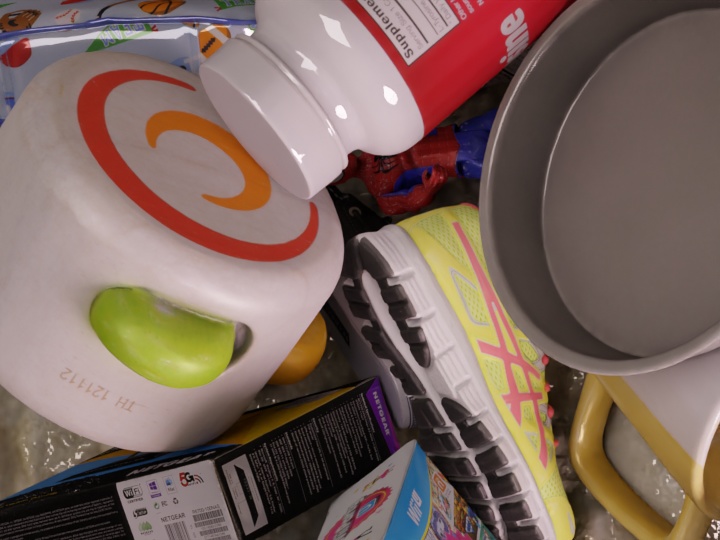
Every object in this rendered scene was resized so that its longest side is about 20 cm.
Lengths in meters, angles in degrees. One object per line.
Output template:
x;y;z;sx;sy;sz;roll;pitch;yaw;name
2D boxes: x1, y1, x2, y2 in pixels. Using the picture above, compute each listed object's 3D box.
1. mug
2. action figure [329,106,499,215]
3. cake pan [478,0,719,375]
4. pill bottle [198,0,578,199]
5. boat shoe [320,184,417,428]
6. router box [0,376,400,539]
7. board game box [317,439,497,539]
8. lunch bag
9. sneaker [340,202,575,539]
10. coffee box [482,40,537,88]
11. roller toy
0.161;0.034;1.353;0.187;0.149;0.153;-50;57;4;mug
0.061;-0.072;1.426;0.199;0.099;0.066;-9;76;18;action figure
0.143;-0.046;1.282;0.200;0.037;0.201;-15;67;40;cake pan
0.022;-0.131;1.334;0.200;0.112;0.112;-41;65;-11;pill bottle
0.000;0.000;1.484;0.056;0.069;0.200;-24;61;-15;boat shoe
-0.099;0.117;1.434;0.199;0.149;0.051;-16;94;37;router box
0.057;0.199;1.327;0.064;0.148;0.200;-38;98;16;board game box
-0.115;-0.128;1.498;0.199;0.160;0.076;1;111;12;lunch bag
0.072;0.055;1.396;0.078;0.090;0.201;-5;114;58;sneaker
0.081;-0.170;1.455;0.199;0.080;0.115;-14;75;23;coffee box
-0.113;-0.006;1.365;0.182;0.200;0.140;45;121;14;roller toy
